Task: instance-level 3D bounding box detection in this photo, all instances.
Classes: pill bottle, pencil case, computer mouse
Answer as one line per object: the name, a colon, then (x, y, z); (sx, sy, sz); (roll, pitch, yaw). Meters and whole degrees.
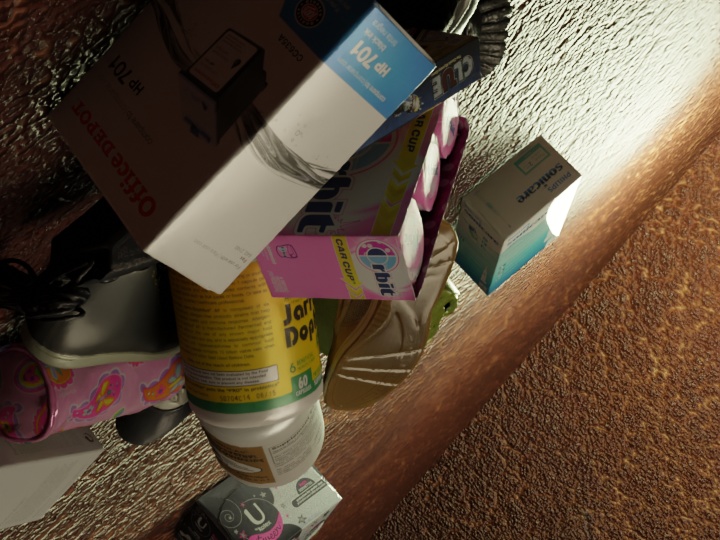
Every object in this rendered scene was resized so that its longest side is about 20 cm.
pill bottle: (-0.094, 0.012, 1.057); (0.113, 0.112, 0.201); (-27, 117, -48)
pencil case: (-0.229, 0.088, 1.125); (0.088, 0.087, 0.200); (-51, 163, 25)
pill bottle: (-0.098, 0.118, 1.247); (0.114, 0.114, 0.200); (-40, 156, -16)
computer mouse: (-0.164, -0.022, 0.938); (0.200, 0.053, 0.138); (-42, -152, -26)

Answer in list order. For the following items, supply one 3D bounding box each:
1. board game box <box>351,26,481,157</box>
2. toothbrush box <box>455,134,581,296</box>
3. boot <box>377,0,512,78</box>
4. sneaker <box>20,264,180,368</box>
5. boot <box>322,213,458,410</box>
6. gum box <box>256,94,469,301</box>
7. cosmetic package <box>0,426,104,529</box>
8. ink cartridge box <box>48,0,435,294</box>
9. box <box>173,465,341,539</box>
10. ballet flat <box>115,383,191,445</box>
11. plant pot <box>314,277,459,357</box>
board game box: (-0.024, -0.129, 0.961); (0.200, 0.135, 0.035); (-35, 129, -41)
toothbrush box: (0.208, -0.072, 1.820); (0.146, 0.085, 0.200); (-39, 165, -14)
boot: (0.076, -0.215, 1.099); (0.157, 0.080, 0.211); (-25, 167, -34)
sneaker: (-0.172, 0.015, 1.084); (0.106, 0.075, 0.200); (-52, 162, 27)
boot: (0.000, 0.000, 1.108); (0.072, 0.156, 0.201); (1, 127, -28)
gum box: (0.005, -0.071, 1.003); (0.201, 0.113, 0.066); (-70, 152, -42)
cosmetic package: (-0.316, 0.167, 1.124); (0.102, 0.074, 0.200); (-47, 163, 12)
ink cartridge box: (-0.077, -0.111, 0.832); (0.200, 0.147, 0.086); (-45, 146, 6)
box: (-0.147, 0.360, 1.957); (0.200, 0.132, 0.115); (-31, 162, -41)
ballet flat: (-0.165, 0.085, 1.306); (0.200, 0.073, 0.073); (-45, 166, -21)
plant pot: (-0.015, -0.002, 1.230); (0.200, 0.190, 0.200); (-40, 164, -14)
